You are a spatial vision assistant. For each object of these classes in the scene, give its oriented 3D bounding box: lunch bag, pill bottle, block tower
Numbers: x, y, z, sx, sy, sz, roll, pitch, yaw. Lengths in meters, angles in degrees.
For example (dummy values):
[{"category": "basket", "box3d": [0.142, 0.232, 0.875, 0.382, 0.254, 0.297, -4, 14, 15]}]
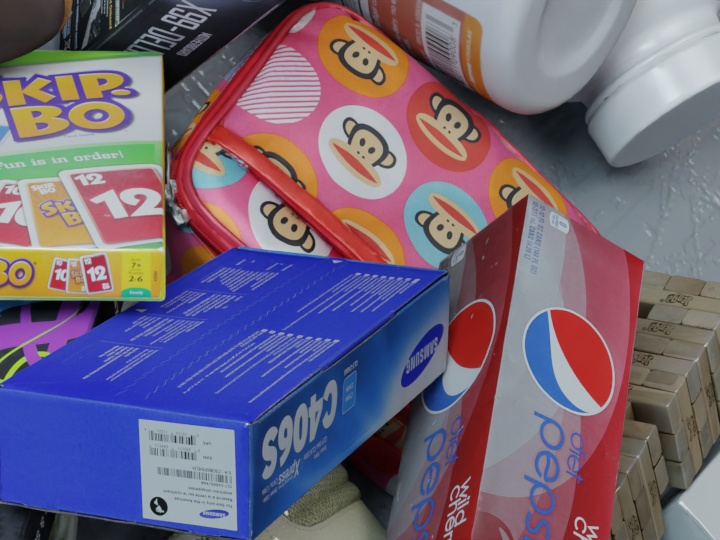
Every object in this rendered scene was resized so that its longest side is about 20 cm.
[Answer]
[{"category": "lunch bag", "box3d": [0.000, 0.000, 1.022, 0.200, 0.082, 0.177, 41, 51, -7]}, {"category": "pill bottle", "box3d": [0.108, -0.158, 1.162, 0.112, 0.112, 0.201, -19, 74, -41]}, {"category": "pill bottle", "box3d": [0.023, -0.161, 1.074, 0.199, 0.113, 0.112, 32, 40, 28]}, {"category": "block tower", "box3d": [0.111, 0.081, 1.031, 0.200, 0.057, 0.054, -54, 139, -37]}]

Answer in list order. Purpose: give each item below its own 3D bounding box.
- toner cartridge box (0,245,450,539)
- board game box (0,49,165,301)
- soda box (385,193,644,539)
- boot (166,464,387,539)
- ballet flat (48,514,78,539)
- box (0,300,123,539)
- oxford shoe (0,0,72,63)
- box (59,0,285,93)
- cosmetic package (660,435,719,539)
[{"category": "toner cartridge box", "box3d": [-0.043, 0.039, 0.850, 0.094, 0.044, 0.200, 8, 17, 20]}, {"category": "board game box", "box3d": [-0.123, -0.044, 0.917, 0.095, 0.030, 0.200, 1, 25, -5]}, {"category": "soda box", "box3d": [0.058, 0.074, 0.917, 0.063, 0.070, 0.201, 28, 52, -22]}, {"category": "boot", "box3d": [-0.027, 0.164, 0.899, 0.155, 0.072, 0.200, 49, 42, 2]}, {"category": "ballet flat", "box3d": [-0.135, 0.110, 0.863, 0.069, 0.069, 0.201, 28, 49, -17]}, {"category": "box", "box3d": [-0.176, 0.067, 0.838, 0.142, 0.036, 0.201, 8, 52, 8]}, {"category": "oxford shoe", "box3d": [-0.204, -0.081, 0.902, 0.198, 0.072, 0.073, -11, 41, -14]}, {"category": "box", "box3d": [-0.074, -0.192, 1.010, 0.049, 0.157, 0.202, 11, 69, -28]}, {"category": "cosmetic package", "box3d": [0.233, 0.123, 1.118, 0.151, 0.052, 0.200, 48, 47, 4]}]
